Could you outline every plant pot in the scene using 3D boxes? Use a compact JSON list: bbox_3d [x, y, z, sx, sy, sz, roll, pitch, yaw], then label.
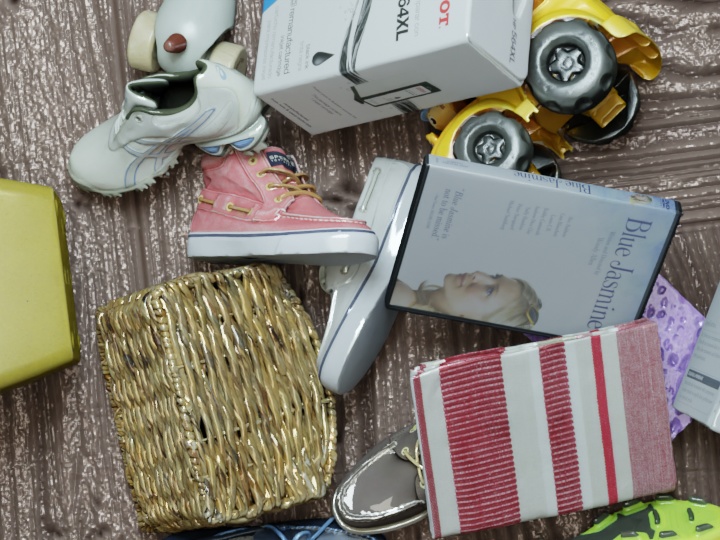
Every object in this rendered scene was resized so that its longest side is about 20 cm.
[{"bbox_3d":[-0.317,0.015,1.610,0.176,0.200,0.201,-8,88,-6],"label":"plant pot"}]

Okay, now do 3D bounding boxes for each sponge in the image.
[{"bbox_3d":[0.201,0.043,1.627,0.200,0.030,0.112,45,94,4],"label":"sponge"}]

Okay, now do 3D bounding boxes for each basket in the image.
[{"bbox_3d":[-0.112,0.101,1.642,0.142,0.149,0.201,-13,87,-29],"label":"basket"}]

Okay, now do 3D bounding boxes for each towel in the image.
[{"bbox_3d":[0.142,0.123,1.574,0.199,0.023,0.145,-11,106,-7],"label":"towel"}]

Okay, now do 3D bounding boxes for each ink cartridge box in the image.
[{"bbox_3d":[0.027,-0.201,1.551,0.199,0.084,0.147,-11,62,34],"label":"ink cartridge box"}]

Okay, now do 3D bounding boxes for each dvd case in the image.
[{"bbox_3d":[0.129,-0.011,1.551,0.199,0.018,0.143,10,127,-7],"label":"dvd case"}]

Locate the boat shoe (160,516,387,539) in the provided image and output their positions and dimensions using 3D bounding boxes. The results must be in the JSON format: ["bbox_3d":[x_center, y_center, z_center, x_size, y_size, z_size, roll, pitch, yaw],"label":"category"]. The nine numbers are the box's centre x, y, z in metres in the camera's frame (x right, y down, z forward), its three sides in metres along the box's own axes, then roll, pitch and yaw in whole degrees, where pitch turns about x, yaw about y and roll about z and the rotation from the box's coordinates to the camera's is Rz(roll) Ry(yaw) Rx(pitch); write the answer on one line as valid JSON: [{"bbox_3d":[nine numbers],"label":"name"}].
[{"bbox_3d":[-0.075,0.242,1.629,0.199,0.069,0.085,-9,86,3],"label":"boat shoe"}]

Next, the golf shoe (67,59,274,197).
[{"bbox_3d":[-0.167,-0.123,1.613,0.199,0.097,0.079,-18,54,29],"label":"golf shoe"}]

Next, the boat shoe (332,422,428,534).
[{"bbox_3d":[0.066,0.145,1.609,0.199,0.060,0.072,-26,75,-3],"label":"boat shoe"}]

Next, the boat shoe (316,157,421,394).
[{"bbox_3d":[0.000,0.000,1.618,0.066,0.072,0.201,18,77,18],"label":"boat shoe"}]

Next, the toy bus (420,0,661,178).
[{"bbox_3d":[0.106,-0.156,1.600,0.200,0.136,0.192,-46,72,6],"label":"toy bus"}]

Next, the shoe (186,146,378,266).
[{"bbox_3d":[-0.062,-0.053,1.597,0.200,0.071,0.091,0,83,47],"label":"shoe"}]

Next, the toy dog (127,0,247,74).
[{"bbox_3d":[-0.128,-0.235,1.635,0.131,0.096,0.201,-3,88,5],"label":"toy dog"}]

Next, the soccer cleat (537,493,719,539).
[{"bbox_3d":[0.202,0.239,1.616,0.199,0.065,0.084,-20,116,1],"label":"soccer cleat"}]

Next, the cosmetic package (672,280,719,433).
[{"bbox_3d":[0.373,0.053,1.546,0.199,0.123,0.201,21,92,-6],"label":"cosmetic package"}]
